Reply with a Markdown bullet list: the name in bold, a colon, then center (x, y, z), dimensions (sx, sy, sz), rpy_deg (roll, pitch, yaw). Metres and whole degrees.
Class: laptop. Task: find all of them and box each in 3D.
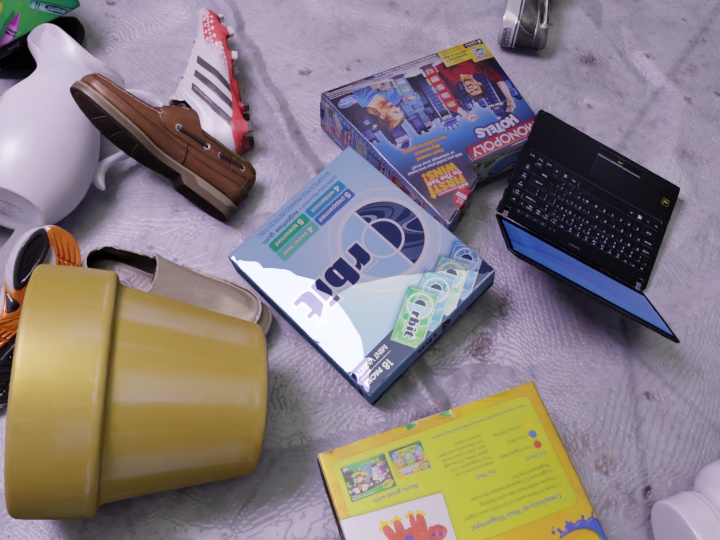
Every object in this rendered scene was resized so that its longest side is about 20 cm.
- **laptop**: center (0.233, -0.051, 0.769), dimensions (0.177, 0.103, 0.200), rpy_deg (28, 73, -7)

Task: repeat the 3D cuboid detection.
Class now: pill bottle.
- **pill bottle**: center (0.352, 0.199, 0.663), dimensions (0.200, 0.111, 0.111), rpy_deg (-16, 64, -10)

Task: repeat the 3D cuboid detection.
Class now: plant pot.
- **plant pot**: center (-0.179, 0.102, 0.666), dimensions (0.188, 0.201, 0.201), rpy_deg (5, 61, -15)

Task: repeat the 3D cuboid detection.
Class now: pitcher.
- **pitcher**: center (-0.300, -0.134, 0.829), dimensions (0.171, 0.121, 0.200), rpy_deg (23, 58, -15)

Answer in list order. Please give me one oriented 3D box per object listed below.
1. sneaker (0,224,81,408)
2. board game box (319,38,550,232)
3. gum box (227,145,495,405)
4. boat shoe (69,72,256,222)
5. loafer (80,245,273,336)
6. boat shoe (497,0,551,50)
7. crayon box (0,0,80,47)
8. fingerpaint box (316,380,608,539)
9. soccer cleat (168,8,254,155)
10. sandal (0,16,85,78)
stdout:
- **sneaker**: center (-0.339, 0.046, 0.760), dimensions (0.092, 0.076, 0.200), rpy_deg (16, 74, 50)
- **board game box**: center (0.087, -0.131, 0.857), dimensions (0.200, 0.062, 0.200), rpy_deg (-22, 67, -13)
- **gum box**: center (0.000, 0.000, 0.783), dimensions (0.170, 0.045, 0.200), rpy_deg (-43, 72, -11)
- **boat shoe**: center (-0.193, -0.134, 0.805), dimensions (0.200, 0.072, 0.068), rpy_deg (41, 73, -29)
- **loafer**: center (-0.182, 0.028, 0.764), dimensions (0.199, 0.068, 0.076), rpy_deg (13, 63, 5)
- **boat shoe**: center (0.215, -0.351, 0.975), dimensions (0.064, 0.071, 0.200), rpy_deg (13, 71, 6)
- **crayon box**: center (-0.418, -0.320, 0.905), dimensions (0.119, 0.058, 0.200), rpy_deg (-37, 47, -21)
- **fingerpaint box**: center (0.083, 0.208, 0.673), dimensions (0.200, 0.073, 0.167), rpy_deg (-18, 63, -10)
- **soccer cleat**: center (-0.174, -0.210, 0.891), dimensions (0.085, 0.069, 0.200), rpy_deg (-11, 68, -11)
- **sandal**: center (-0.420, -0.258, 0.922), dimensions (0.200, 0.043, 0.076), rpy_deg (-12, 63, -7)
